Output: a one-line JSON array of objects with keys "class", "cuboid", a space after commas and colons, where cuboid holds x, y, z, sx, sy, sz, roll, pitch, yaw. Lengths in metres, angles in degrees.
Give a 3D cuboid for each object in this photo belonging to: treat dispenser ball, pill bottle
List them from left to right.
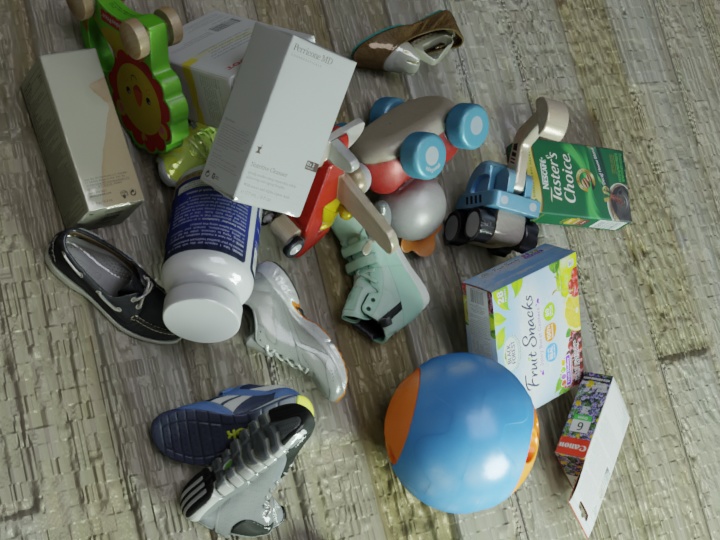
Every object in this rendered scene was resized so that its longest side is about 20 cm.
[{"class": "pill bottle", "cuboid": [-0.183, -0.021, 1.575, 0.114, 0.116, 0.202, 21, 50, -22]}, {"class": "treat dispenser ball", "cuboid": [0.129, 0.207, 1.648, 0.198, 0.200, 0.204, 9, 69, -26]}]

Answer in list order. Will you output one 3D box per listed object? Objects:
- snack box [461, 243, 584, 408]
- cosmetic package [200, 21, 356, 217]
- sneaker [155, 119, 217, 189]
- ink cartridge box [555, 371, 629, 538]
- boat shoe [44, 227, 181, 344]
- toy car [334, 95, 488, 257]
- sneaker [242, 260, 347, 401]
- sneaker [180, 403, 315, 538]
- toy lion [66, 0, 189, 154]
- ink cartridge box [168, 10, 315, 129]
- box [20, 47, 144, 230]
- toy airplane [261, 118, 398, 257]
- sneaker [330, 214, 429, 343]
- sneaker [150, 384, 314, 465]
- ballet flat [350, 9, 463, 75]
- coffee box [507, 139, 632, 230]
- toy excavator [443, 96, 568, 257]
[{"class": "snack box", "cuboid": [0.226, 0.087, 1.772, 0.167, 0.067, 0.203, -22, 115, -33]}, {"class": "cosmetic package", "cuboid": [-0.097, -0.177, 1.523, 0.112, 0.081, 0.203, 12, 103, -44]}, {"class": "sneaker", "cuboid": [-0.189, -0.182, 1.671, 0.076, 0.076, 0.200, 47, 58, -9]}, {"class": "ink cartridge box", "cuboid": [0.315, 0.256, 1.798, 0.202, 0.050, 0.109, -64, 143, -28]}, {"class": "boat shoe", "cuboid": [-0.287, 0.017, 1.560, 0.199, 0.060, 0.074, 39, 58, -13]}, {"class": "toy car", "cuboid": [0.078, -0.121, 1.777, 0.176, 0.183, 0.202, -35, 121, -34]}, {"class": "sneaker", "cuboid": [-0.098, 0.093, 1.644, 0.091, 0.076, 0.201, -33, 84, -25]}, {"class": "sneaker", "cuboid": [-0.110, 0.248, 1.537, 0.115, 0.199, 0.075, 44, 15, -32]}, {"class": "toy lion", "cuboid": [-0.282, -0.248, 1.600, 0.068, 0.194, 0.199, -27, 48, -32]}, {"class": "ink cartridge box", "cuboid": [-0.167, -0.251, 1.630, 0.144, 0.199, 0.084, -33, 128, -33]}, {"class": "box", "cuboid": [-0.340, -0.157, 1.570, 0.077, 0.095, 0.203, -14, 82, -32]}, {"class": "toy airplane", "cuboid": [-0.036, -0.118, 1.645, 0.140, 0.197, 0.203, -19, 104, -44]}, {"class": "sneaker", "cuboid": [0.000, 0.000, 1.716, 0.201, 0.073, 0.118, 52, 51, -8]}, {"class": "sneaker", "cuboid": [-0.159, 0.184, 1.577, 0.197, 0.082, 0.075, -6, 108, -15]}, {"class": "ballet flat", "cuboid": [0.077, -0.322, 1.871, 0.199, 0.068, 0.072, -26, 66, -38]}, {"class": "coffee box", "cuboid": [0.319, -0.130, 1.959, 0.197, 0.044, 0.125, 5, 72, -28]}, {"class": "toy excavator", "cuboid": [0.209, -0.130, 1.797, 0.099, 0.194, 0.203, 11, 83, -24]}]
